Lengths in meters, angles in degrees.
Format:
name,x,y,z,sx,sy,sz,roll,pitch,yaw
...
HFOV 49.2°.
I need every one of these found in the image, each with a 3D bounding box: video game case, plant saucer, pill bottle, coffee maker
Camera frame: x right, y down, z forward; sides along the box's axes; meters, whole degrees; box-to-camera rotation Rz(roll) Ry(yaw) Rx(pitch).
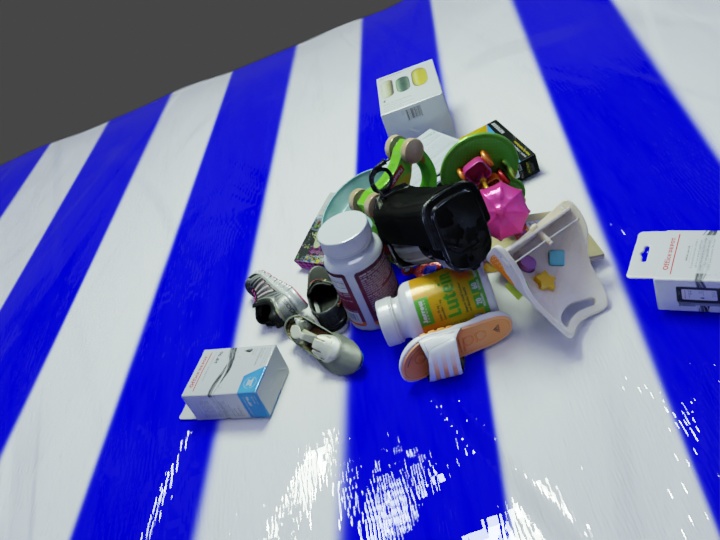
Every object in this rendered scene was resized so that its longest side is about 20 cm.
name,x,y,z,sx,sy,sz,roll,pitch,yaw
video game case,-0.026,-0.079,1.638,0.198,0.036,0.183,7,62,42
plant saucer,0.011,-0.118,1.584,0.198,0.036,0.202,-21,46,23
pill bottle,0.130,0.060,1.347,0.198,0.112,0.112,-19,35,7
pill bottle,0.000,0.000,1.425,0.113,0.201,0.115,-15,36,11
coffee maker,0.106,-0.090,1.313,0.135,0.192,0.199,-52,19,-14

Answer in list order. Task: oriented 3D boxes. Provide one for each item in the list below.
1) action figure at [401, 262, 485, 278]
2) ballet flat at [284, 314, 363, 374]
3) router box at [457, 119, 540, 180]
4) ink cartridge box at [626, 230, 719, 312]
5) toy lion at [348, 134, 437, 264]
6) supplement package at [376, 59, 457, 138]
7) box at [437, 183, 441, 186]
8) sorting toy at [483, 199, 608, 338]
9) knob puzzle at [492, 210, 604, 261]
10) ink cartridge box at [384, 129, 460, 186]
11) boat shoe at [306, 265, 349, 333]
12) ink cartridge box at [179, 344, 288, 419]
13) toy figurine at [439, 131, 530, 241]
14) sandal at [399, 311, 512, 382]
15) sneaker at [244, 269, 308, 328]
name,x,y,z,sx,sy,sz,roll,pitch,yaw
action figure,0.171,-0.016,1.480,0.197,0.052,0.066,-13,41,20
ballet flat,-0.074,0.133,1.411,0.199,0.063,0.068,25,92,50
router box,0.276,-0.239,1.697,0.148,0.051,0.201,-28,35,-1
ink cartridge box,0.525,0.000,1.211,0.198,0.068,0.117,2,43,33
toy lion,0.081,-0.122,1.475,0.068,0.192,0.201,20,73,49
supplement package,0.134,-0.374,1.871,0.150,0.152,0.201,-18,35,10
box,0.140,-0.124,1.634,0.158,0.049,0.199,-41,38,-23
sorting toy,0.310,0.013,1.266,0.199,0.107,0.181,-30,75,-35
knob puzzle,0.314,-0.045,1.423,0.216,0.031,0.221,-5,32,3
ink cartridge box,0.140,-0.216,1.673,0.199,0.041,0.199,-37,35,-16
boat shoe,-0.069,0.043,1.534,0.073,0.064,0.202,-26,33,3
ink cartridge box,-0.243,0.204,1.424,0.197,0.068,0.117,-7,38,24
toy figurine,0.245,-0.116,1.387,0.150,0.200,0.185,-36,36,19
sandal,0.160,0.128,1.271,0.204,0.080,0.059,-24,32,-3
sneaker,-0.189,0.062,1.571,0.087,0.074,0.199,-45,36,-18
